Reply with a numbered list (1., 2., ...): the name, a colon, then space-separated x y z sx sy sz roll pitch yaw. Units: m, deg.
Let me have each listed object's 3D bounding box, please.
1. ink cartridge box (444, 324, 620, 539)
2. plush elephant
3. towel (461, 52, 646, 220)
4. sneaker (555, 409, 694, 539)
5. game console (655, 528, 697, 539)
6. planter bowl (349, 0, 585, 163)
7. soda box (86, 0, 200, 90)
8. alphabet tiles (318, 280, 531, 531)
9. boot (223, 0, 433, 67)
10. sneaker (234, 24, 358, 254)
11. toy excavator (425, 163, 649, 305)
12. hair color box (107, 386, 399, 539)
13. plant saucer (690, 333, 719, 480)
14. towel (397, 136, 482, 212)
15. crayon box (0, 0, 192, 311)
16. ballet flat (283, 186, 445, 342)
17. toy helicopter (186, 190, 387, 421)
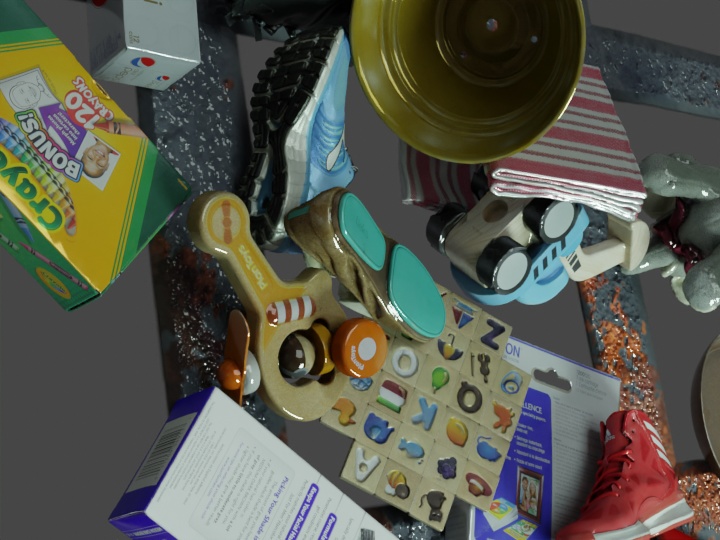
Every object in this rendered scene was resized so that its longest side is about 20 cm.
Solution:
1. ink cartridge box: 0.164 0.174 1.058 0.197 0.043 0.202 22 63 -33
2. plush elephant: 0.348 -0.036 1.220 0.199 0.155 0.166 -17 78 -34
3. towel: 0.165 -0.129 1.026 0.145 0.030 0.201 9 44 -15
4. sneaker: 0.221 0.192 1.037 0.199 0.078 0.117 1 67 -53
5. game console: 0.352 0.382 1.164 0.199 0.119 0.174 29 90 -28
6. planter bowl: 0.096 -0.196 0.938 0.202 0.199 0.083 62 31 -5
7. soda box: -0.175 -0.250 0.904 0.068 0.063 0.202 5 74 -39
8. alphabet tiles: 0.060 0.109 0.982 0.165 0.006 0.201 29 62 -11
9. boot: -0.014 -0.264 0.959 0.162 0.198 0.074 19 37 -46
10. sneaker: -0.044 -0.107 0.961 0.090 0.078 0.202 23 79 -47
11. toy excavator: 0.180 -0.024 1.095 0.194 0.100 0.200 -45 136 -9
12. hair color box: -0.074 0.192 0.845 0.200 0.065 0.110 42 53 -19
13. plant saucer: 0.431 0.166 1.288 0.199 0.034 0.203 14 67 -35
14. towel: 0.117 -0.119 1.124 0.198 0.030 0.148 11 68 -36
15. crayon box: -0.229 -0.086 0.809 0.200 0.058 0.119 49 51 -17
16. ballet flat: 0.000 0.000 0.941 0.200 0.072 0.069 43 49 -49
17. toy helicopter: -0.076 0.032 0.870 0.132 0.079 0.201 -43 118 -27
